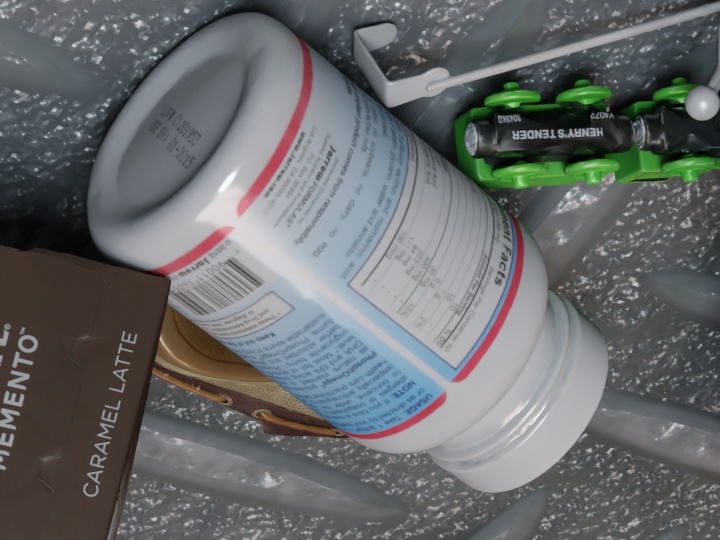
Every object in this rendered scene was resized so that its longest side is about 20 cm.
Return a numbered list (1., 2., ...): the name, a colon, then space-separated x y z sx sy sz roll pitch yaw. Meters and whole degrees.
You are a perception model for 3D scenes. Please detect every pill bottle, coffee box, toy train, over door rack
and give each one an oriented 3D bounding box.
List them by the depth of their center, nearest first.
1. over door rack: 0.098 -0.125 0.999 0.199 0.067 0.148 -7 135 -8
2. coffee box: -0.128 0.077 1.046 0.079 0.115 0.200 13 159 -4
3. pill bottle: 0.000 0.000 1.047 0.109 0.109 0.200 -38 122 23
4. toy train: 0.131 -0.053 1.092 0.199 0.042 0.056 -3 172 -17

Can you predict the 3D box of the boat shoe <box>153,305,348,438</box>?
1. boat shoe: -0.021 0.035 1.142 0.199 0.073 0.072 11 162 -36
